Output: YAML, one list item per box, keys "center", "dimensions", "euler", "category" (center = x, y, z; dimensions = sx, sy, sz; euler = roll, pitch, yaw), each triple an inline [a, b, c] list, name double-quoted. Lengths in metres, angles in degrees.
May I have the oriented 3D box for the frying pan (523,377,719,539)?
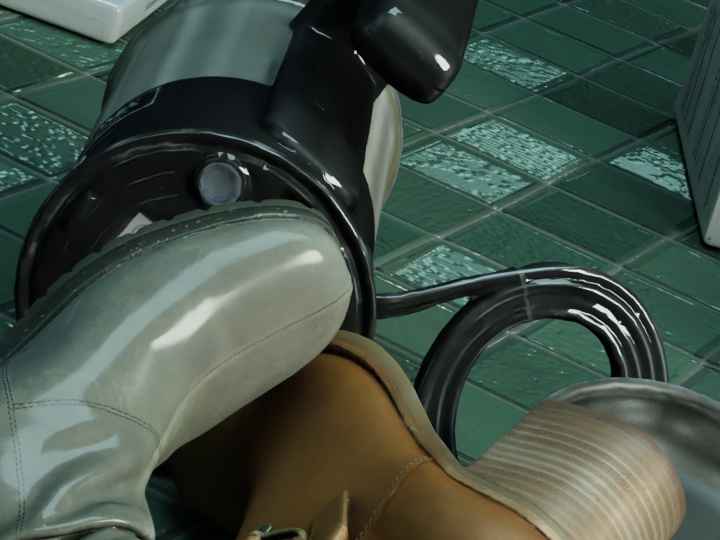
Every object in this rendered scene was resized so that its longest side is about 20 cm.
- center: [0.131, 0.091, 0.837]
  dimensions: [0.189, 0.031, 0.115]
  euler: [15, 44, -11]
  category: "frying pan"

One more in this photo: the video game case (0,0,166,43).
- center: [-0.186, -0.175, 1.336]
  dimensions: [0.199, 0.023, 0.182]
  euler: [20, 21, 6]
  category: "video game case"

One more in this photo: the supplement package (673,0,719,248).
- center: [0.251, -0.095, 1.304]
  dimensions: [0.151, 0.152, 0.200]
  euler: [15, 21, -4]
  category: "supplement package"

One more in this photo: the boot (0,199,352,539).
- center: [-0.068, 0.064, 0.716]
  dimensions: [0.199, 0.068, 0.131]
  euler: [-26, 40, -16]
  category: "boot"

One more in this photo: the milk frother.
- center: [0.000, 0.000, 0.935]
  dimensions: [0.201, 0.180, 0.188]
  euler: [58, 14, -16]
  category: "milk frother"

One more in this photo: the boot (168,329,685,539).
- center: [-0.025, 0.088, 0.750]
  dimensions: [0.199, 0.074, 0.155]
  euler: [1, 31, 48]
  category: "boot"
